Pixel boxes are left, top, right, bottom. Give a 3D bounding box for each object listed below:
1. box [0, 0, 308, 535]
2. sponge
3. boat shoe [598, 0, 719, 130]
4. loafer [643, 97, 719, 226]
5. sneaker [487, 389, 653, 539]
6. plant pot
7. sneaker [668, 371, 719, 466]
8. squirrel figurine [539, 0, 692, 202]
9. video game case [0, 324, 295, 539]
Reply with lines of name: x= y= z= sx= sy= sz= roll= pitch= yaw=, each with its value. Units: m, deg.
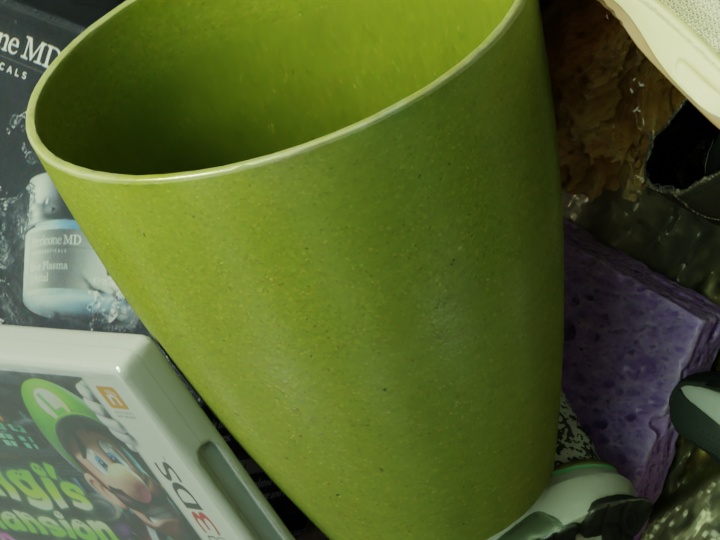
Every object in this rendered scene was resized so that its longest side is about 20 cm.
box: x=-0.105 y=-0.007 z=1.229 sx=0.196 sy=0.117 sz=0.200 roll=22 pitch=103 yaw=29
sponge: x=0.068 y=0.083 z=1.177 sx=0.111 sy=0.030 sz=0.200 roll=29 pitch=109 yaw=28
boat shoe: x=0.102 y=-0.121 z=0.976 sx=0.200 sy=0.072 sz=0.065 roll=49 pitch=117 yaw=31
loafer: x=0.160 y=-0.076 z=1.004 sx=0.200 sy=0.071 sz=0.073 roll=116 pitch=146 yaw=-46
sneaker: x=0.024 y=0.104 z=1.157 sx=0.200 sy=0.077 sz=0.089 roll=-30 pitch=63 yaw=26
plant pot: x=0.000 y=0.000 z=1.039 sx=0.187 sy=0.187 sz=0.200 roll=0 pitch=124 yaw=32
sneaker: x=0.189 y=0.113 z=1.076 sx=0.200 sy=0.074 sz=0.085 roll=37 pitch=111 yaw=25
squirrel figurine: x=0.090 y=-0.132 z=1.110 sx=0.186 sy=0.142 sz=0.200 roll=-2 pitch=106 yaw=22
video game case: x=-0.100 y=0.093 z=1.115 sx=0.200 sy=0.023 sz=0.182 roll=3 pitch=133 yaw=50
